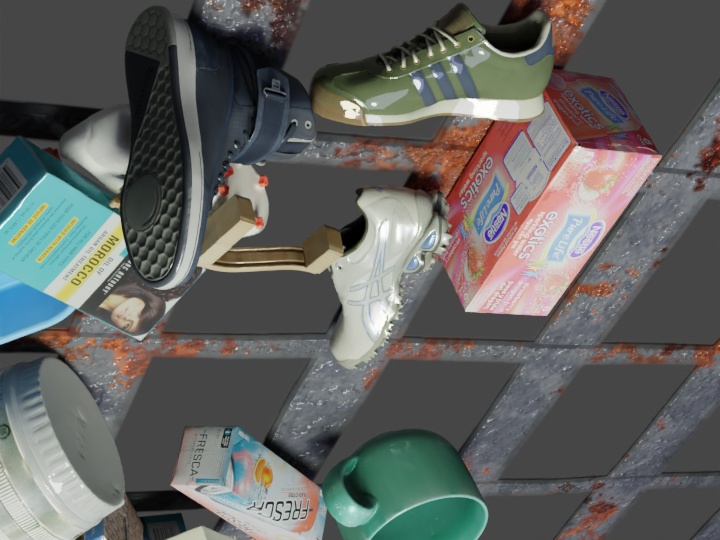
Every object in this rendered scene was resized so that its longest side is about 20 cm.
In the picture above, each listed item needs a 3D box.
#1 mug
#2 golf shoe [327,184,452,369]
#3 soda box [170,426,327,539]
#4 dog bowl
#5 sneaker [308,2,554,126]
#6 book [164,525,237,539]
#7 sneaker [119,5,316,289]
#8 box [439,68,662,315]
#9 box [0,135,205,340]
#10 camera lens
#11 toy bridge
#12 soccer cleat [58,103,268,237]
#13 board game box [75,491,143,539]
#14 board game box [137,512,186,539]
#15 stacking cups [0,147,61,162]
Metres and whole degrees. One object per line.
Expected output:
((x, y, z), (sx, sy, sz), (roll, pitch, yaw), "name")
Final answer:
((0.041, 0.232, 1.512), (0.151, 0.115, 0.185), (-25, 142, -4), "mug")
((0.000, 0.000, 1.270), (0.097, 0.079, 0.201), (16, 125, -17), "golf shoe")
((-0.107, 0.223, 1.455), (0.068, 0.064, 0.200), (-3, 152, 28), "soda box")
((-0.309, 0.018, 1.137), (0.199, 0.050, 0.112), (-19, 143, -3), "dog bowl")
((0.060, -0.165, 1.097), (0.199, 0.067, 0.090), (-3, 128, -21), "sneaker")
((-0.223, 0.320, 1.460), (0.199, 0.048, 0.134), (-26, 159, 5), "book")
((-0.095, -0.074, 1.021), (0.077, 0.204, 0.146), (-17, 156, 38), "sneaker")
((0.153, -0.063, 1.228), (0.094, 0.103, 0.200), (4, 135, -30), "box")
((-0.207, -0.019, 1.071), (0.082, 0.049, 0.200), (-47, 146, 5), "box")
((-0.324, 0.181, 1.235), (0.199, 0.161, 0.160), (-27, 142, 6), "camera lens")
((-0.107, -0.029, 1.096), (0.199, 0.027, 0.067), (16, 138, -41), "toy bridge")
((-0.144, -0.076, 1.104), (0.077, 0.070, 0.200), (-8, 159, 31), "soccer cleat")
((-0.309, 0.285, 1.343), (0.199, 0.160, 0.097), (-25, 114, -2), "board game box")
((-0.280, 0.341, 1.544), (0.150, 0.047, 0.201), (-1, 138, -25), "board game box")
((-0.316, -0.050, 1.056), (0.199, 0.061, 0.061), (-19, 143, -14), "stacking cups")
